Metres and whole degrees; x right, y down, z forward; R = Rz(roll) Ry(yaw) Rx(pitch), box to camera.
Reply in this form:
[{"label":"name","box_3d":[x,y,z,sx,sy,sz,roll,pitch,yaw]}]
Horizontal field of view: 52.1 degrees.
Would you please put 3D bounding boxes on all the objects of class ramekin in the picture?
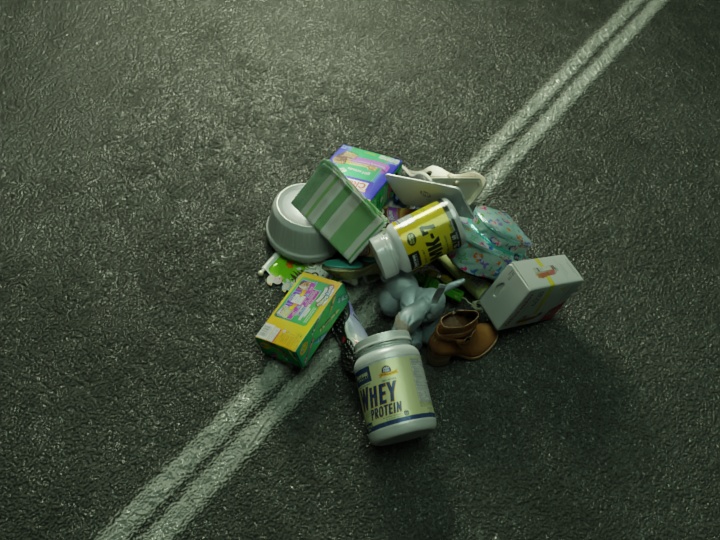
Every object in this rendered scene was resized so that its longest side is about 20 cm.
[{"label":"ramekin","box_3d":[-0.131,-0.124,1.788,0.196,0.096,0.206,5,45,-5]}]

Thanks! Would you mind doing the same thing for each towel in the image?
[{"label":"towel","box_3d":[-0.049,-0.132,1.659,0.200,0.153,0.023,44,32,2]}]

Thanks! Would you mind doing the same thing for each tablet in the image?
[{"label":"tablet","box_3d":[0.157,-0.169,1.686,0.196,0.130,0.014,15,71,32]}]

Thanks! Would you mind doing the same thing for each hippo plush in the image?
[{"label":"hippo plush","box_3d":[0.098,0.068,1.643,0.157,0.204,0.160,-12,43,-44]}]

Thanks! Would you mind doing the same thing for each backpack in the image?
[{"label":"backpack","box_3d":[0.292,-0.061,1.741,0.195,0.153,0.179,8,32,-26]}]

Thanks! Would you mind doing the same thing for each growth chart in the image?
[{"label":"growth chart","box_3d":[-0.133,0.004,1.753,0.195,0.018,0.146,21,52,10]}]

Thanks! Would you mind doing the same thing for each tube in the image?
[{"label":"tube","box_3d":[0.243,-0.007,1.805,0.052,0.058,0.200,-45,62,5]}]

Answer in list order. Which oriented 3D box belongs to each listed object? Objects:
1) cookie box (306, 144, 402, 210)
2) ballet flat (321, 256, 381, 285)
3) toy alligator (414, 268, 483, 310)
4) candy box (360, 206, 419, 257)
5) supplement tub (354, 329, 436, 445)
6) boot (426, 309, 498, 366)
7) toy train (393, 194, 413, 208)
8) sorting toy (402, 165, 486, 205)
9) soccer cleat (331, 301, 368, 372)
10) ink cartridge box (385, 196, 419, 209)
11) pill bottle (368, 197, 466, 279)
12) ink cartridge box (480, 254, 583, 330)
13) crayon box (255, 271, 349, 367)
[{"label":"cookie box","box_3d":[-0.013,-0.203,1.754,0.167,0.077,0.201,18,44,19]},{"label":"ballet flat","box_3d":[0.000,0.000,1.739,0.195,0.072,0.072,-12,54,-28]},{"label":"toy alligator","box_3d":[0.205,0.045,1.755,0.196,0.061,0.054,24,12,10]},{"label":"candy box","box_3d":[0.070,-0.089,1.739,0.194,0.057,0.119,5,53,6]},{"label":"supplement tub","box_3d":[0.066,0.238,1.498,0.141,0.145,0.205,-9,70,-15]},{"label":"boot","box_3d":[0.240,0.133,1.624,0.196,0.157,0.074,-22,57,-23]},{"label":"toy train","box_3d":[0.063,-0.222,1.848,0.045,0.034,0.200,-33,64,-23]},{"label":"sorting toy","box_3d":[0.195,-0.232,1.937,0.196,0.109,0.180,-5,36,-35]},{"label":"soccer cleat","box_3d":[-0.014,0.145,1.644,0.072,0.069,0.203,16,38,-32]},{"label":"ink cartridge box","box_3d":[0.067,-0.160,1.871,0.199,0.077,0.136,39,59,21]},{"label":"pill bottle","box_3d":[0.124,-0.068,1.625,0.196,0.115,0.116,-26,58,-3]},{"label":"ink cartridge box","box_3d":[0.390,0.050,1.684,0.196,0.146,0.084,-7,53,-37]},{"label":"crayon box","box_3d":[-0.125,0.104,1.615,0.116,0.059,0.202,14,54,33]}]
